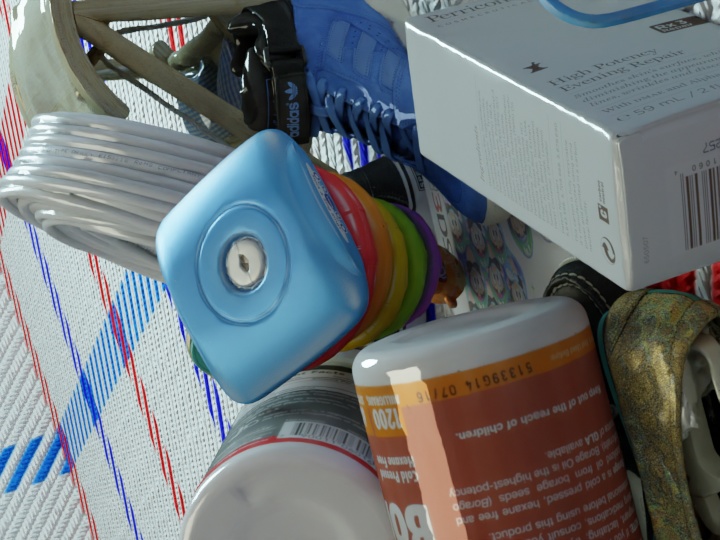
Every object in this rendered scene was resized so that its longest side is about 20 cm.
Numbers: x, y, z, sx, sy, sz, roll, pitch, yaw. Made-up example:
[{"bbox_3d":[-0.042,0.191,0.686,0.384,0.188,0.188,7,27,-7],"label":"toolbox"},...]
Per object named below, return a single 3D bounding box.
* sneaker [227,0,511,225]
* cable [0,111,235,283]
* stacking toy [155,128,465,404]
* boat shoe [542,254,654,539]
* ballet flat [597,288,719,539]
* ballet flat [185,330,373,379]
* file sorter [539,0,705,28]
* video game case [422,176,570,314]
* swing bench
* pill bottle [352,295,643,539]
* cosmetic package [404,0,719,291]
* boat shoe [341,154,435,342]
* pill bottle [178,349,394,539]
[{"bbox_3d":[-0.003,-0.083,1.088,0.077,0.111,0.200,92,154,-47],"label":"sneaker"},{"bbox_3d":[-0.107,-0.036,1.192,0.200,0.200,0.069,5,76,55],"label":"cable"},{"bbox_3d":[0.000,0.000,1.094,0.110,0.200,0.116,-39,66,28],"label":"stacking toy"},{"bbox_3d":[0.125,0.091,1.000,0.076,0.060,0.201,-11,101,49],"label":"boat shoe"},{"bbox_3d":[0.162,0.103,0.938,0.071,0.071,0.201,-165,58,-69],"label":"ballet flat"},{"bbox_3d":[-0.012,0.063,1.285,0.200,0.070,0.070,25,151,4],"label":"ballet flat"},{"bbox_3d":[0.115,-0.195,0.689,0.200,0.122,0.139,108,140,-61],"label":"file sorter"},{"bbox_3d":[0.079,-0.040,1.103,0.200,0.024,0.183,-161,55,-68],"label":"video game case"},{"bbox_3d":[-0.120,-0.122,1.287,0.199,0.199,0.130,161,121,-73],"label":"swing bench"},{"bbox_3d":[0.072,0.121,0.938,0.112,0.112,0.201,177,78,-72],"label":"pill bottle"},{"bbox_3d":[0.105,-0.067,0.878,0.200,0.101,0.074,-141,38,-58],"label":"cosmetic package"},{"bbox_3d":[0.003,0.003,1.297,0.200,0.068,0.074,102,146,-57],"label":"boat shoe"},{"bbox_3d":[-0.022,0.114,1.064,0.200,0.114,0.114,-64,-38,-75],"label":"pill bottle"}]
